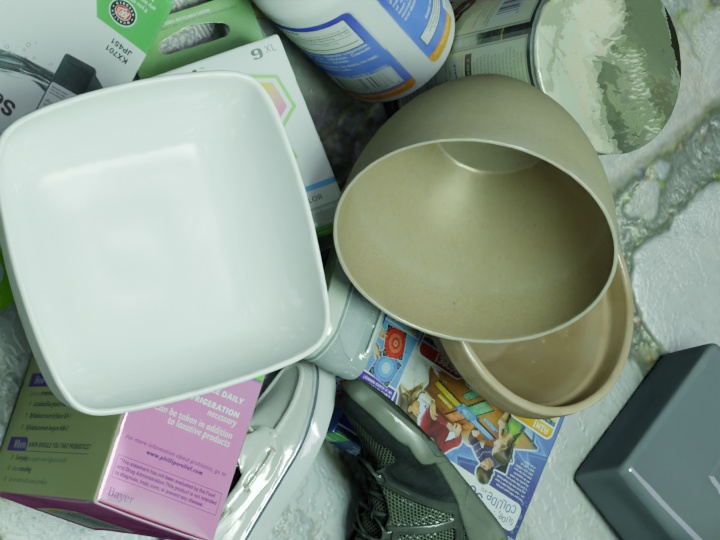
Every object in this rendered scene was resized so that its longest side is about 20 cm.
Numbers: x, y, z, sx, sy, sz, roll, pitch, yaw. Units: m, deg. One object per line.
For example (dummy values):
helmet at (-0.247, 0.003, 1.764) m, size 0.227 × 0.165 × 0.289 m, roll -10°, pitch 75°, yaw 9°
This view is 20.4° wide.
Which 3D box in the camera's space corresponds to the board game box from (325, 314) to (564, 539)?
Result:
board game box at (0.070, 0.118, 1.624) m, size 0.200 × 0.034 × 0.135 m, roll 35°, pitch 69°, yaw -26°

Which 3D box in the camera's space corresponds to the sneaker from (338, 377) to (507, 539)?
sneaker at (0.022, 0.176, 1.538) m, size 0.114 × 0.076 × 0.199 m, roll -38°, pitch 124°, yaw -5°

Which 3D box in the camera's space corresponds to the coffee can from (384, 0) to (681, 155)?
coffee can at (0.133, -0.154, 1.584) m, size 0.146 × 0.200 × 0.146 m, roll 2°, pitch 87°, yaw -34°

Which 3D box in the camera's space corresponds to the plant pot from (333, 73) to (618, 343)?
plant pot at (0.089, -0.063, 1.438) m, size 0.200 × 0.200 × 0.135 m, roll 40°, pitch 39°, yaw -25°

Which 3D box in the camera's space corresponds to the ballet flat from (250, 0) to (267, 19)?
ballet flat at (-0.118, -0.263, 1.504) m, size 0.200 × 0.071 × 0.071 m, roll 42°, pitch 66°, yaw -25°

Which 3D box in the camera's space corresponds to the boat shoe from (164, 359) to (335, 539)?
boat shoe at (-0.088, 0.145, 1.501) m, size 0.066 × 0.072 × 0.200 m, roll 37°, pitch 76°, yaw -31°

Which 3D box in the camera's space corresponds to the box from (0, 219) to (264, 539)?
box at (-0.154, 0.079, 1.393) m, size 0.097 × 0.176 × 0.200 m, roll 24°, pitch 74°, yaw -30°

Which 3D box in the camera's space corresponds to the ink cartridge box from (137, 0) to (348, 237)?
ink cartridge box at (-0.094, -0.109, 1.470) m, size 0.104 × 0.059 × 0.200 m, roll -20°, pitch 84°, yaw -10°

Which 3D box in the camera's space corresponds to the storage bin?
storage bin at (0.291, 0.164, 1.718) m, size 0.134 × 0.146 × 0.200 m, roll 45°, pitch 64°, yaw -12°

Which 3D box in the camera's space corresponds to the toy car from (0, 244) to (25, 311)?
toy car at (-0.340, 0.026, 1.294) m, size 0.158 × 0.164 × 0.200 m, roll 41°, pitch 79°, yaw -25°

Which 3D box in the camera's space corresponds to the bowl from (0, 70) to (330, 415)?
bowl at (-0.135, -0.017, 1.270) m, size 0.200 × 0.075 × 0.200 m, roll -15°, pitch 91°, yaw -26°

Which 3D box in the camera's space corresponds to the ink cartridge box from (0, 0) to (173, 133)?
ink cartridge box at (-0.245, -0.142, 1.401) m, size 0.147 × 0.083 × 0.200 m, roll 35°, pitch 70°, yaw -27°

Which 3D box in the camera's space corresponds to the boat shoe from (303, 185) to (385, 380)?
boat shoe at (0.000, 0.000, 1.546) m, size 0.072 × 0.070 × 0.201 m, roll 39°, pitch 49°, yaw -23°

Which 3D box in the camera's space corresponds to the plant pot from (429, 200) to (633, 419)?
plant pot at (0.116, 0.025, 1.590) m, size 0.201 × 0.093 × 0.201 m, roll 12°, pitch 70°, yaw -35°

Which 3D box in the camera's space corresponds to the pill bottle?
pill bottle at (-0.018, -0.217, 1.499) m, size 0.200 × 0.112 × 0.112 m, roll 40°, pitch 64°, yaw -53°
